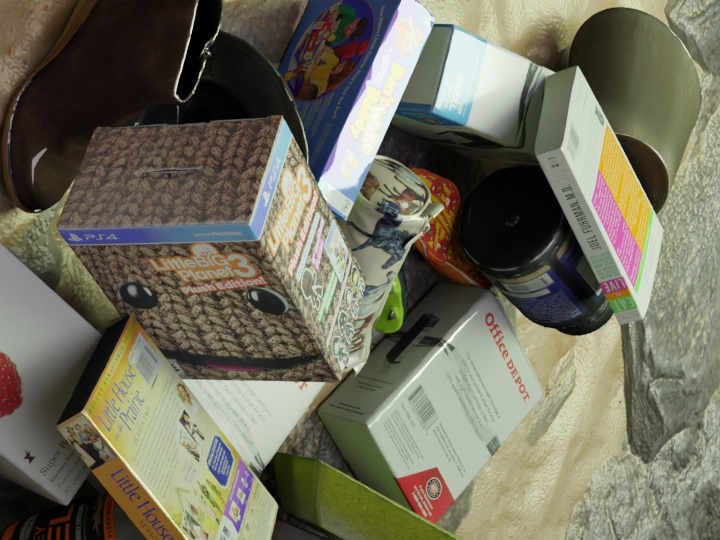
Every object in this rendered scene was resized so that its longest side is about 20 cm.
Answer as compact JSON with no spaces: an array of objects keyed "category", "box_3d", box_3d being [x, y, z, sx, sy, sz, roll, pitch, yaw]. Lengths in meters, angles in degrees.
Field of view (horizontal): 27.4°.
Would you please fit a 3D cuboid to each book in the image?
[{"category":"book","box_3d":[0.220,-0.068,1.363,0.201,0.048,0.134,60,29,-29]}]

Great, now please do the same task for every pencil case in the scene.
[{"category":"pencil case","box_3d":[0.000,0.000,1.334,0.077,0.089,0.202,-27,147,-49]}]

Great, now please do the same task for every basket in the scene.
[{"category":"basket","box_3d":[0.269,-0.145,1.512,0.182,0.135,0.201,60,30,-25]}]

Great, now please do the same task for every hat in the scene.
[{"category":"hat","box_3d":[-0.127,-0.104,1.250,0.081,0.197,0.204,-34,125,-77]}]

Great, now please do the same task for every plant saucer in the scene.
[{"category":"plant saucer","box_3d":[0.015,0.231,1.311,0.198,0.200,0.048,30,79,-10]}]

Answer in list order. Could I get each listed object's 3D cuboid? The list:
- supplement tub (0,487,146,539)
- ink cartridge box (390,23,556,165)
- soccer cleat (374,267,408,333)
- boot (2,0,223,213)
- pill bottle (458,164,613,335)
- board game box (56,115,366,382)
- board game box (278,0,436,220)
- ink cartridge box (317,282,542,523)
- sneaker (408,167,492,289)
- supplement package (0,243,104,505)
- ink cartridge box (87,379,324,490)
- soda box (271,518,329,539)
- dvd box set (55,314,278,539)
[{"category":"supplement tub","box_3d":[-0.208,0.237,1.152,0.124,0.198,0.122,68,14,0]},{"category":"ink cartridge box","box_3d":[0.098,-0.165,1.407,0.198,0.144,0.085,16,86,-41]},{"category":"soccer cleat","box_3d":[0.014,-0.039,1.408,0.081,0.067,0.203,-41,122,-48]},{"category":"boot","box_3d":[-0.194,-0.135,1.142,0.072,0.165,0.203,27,78,-42]},{"category":"pill bottle","box_3d":[0.182,-0.011,1.436,0.200,0.111,0.113,41,69,-53]},{"category":"board game box","box_3d":[-0.106,-0.011,1.119,0.201,0.157,0.098,62,34,-48]},{"category":"board game box","box_3d":[-0.028,-0.147,1.307,0.045,0.134,0.202,34,74,-37]},{"category":"ink cartridge box","box_3d":[0.073,0.131,1.464,0.200,0.083,0.145,-44,122,-26]},{"category":"sneaker","box_3d":[0.071,-0.036,1.432,0.074,0.076,0.200,-64,146,-16]},{"category":"supplement package","box_3d":[-0.282,0.066,1.123,0.200,0.119,0.122,47,67,-34]},{"category":"ink cartridge box","box_3d":[-0.143,0.120,1.274,0.201,0.085,0.147,-54,126,-24]},{"category":"soda box","box_3d":[-0.038,0.273,1.309,0.063,0.199,0.071,37,73,-37]},{"category":"dvd box set","box_3d":[-0.136,0.146,1.089,0.201,0.029,0.147,55,18,-19]}]
